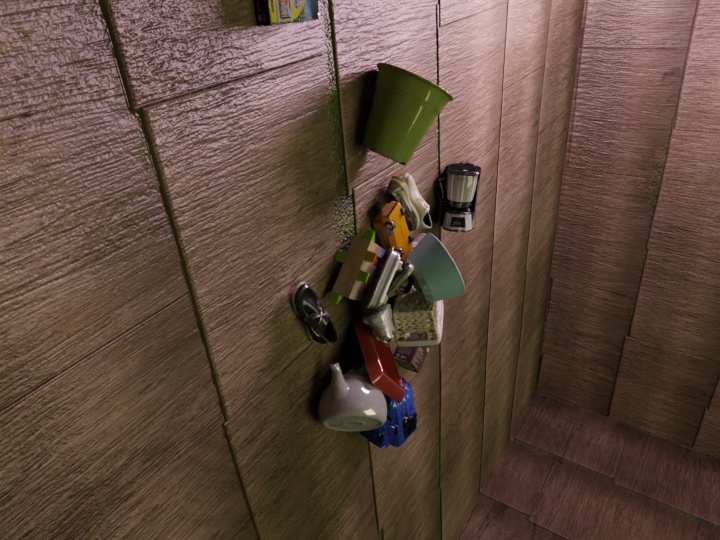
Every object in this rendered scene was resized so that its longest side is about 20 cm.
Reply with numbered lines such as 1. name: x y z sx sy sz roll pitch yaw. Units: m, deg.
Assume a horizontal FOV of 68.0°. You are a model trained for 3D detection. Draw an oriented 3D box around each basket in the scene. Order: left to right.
1. basket: 0.171 0.115 1.599 0.200 0.135 0.124 -72 152 -55

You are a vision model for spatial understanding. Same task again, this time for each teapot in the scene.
1. teapot: -0.019 0.341 1.434 0.200 0.196 0.147 127 -32 -53

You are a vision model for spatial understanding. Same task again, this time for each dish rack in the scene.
1. dish rack: 0.059 0.031 1.415 0.200 0.043 0.173 139 -27 -82

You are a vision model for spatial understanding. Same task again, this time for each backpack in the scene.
1. backpack: 0.080 0.420 1.617 0.168 0.162 0.201 -32 131 -43

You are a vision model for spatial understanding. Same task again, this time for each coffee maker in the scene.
1. coffee maker: 0.333 -0.239 1.741 0.192 0.134 0.201 -27 126 -51

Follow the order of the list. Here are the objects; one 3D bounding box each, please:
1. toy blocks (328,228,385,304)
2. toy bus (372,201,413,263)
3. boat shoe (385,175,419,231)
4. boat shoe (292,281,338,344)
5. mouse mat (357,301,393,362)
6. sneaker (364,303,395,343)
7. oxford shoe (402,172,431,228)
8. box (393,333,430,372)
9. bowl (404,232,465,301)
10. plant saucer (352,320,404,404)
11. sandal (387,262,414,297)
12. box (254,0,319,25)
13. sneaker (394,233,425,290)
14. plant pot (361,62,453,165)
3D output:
1. toy blocks: 0.000 0.000 1.377 0.201 0.099 0.137 -69 159 -2
2. toy bus: 0.090 -0.101 1.471 0.065 0.078 0.201 -55 144 -26
3. boat shoe: 0.110 -0.174 1.488 0.065 0.073 0.200 -48 138 -18
4. boat shoe: -0.104 0.104 1.272 0.072 0.067 0.201 -50 140 -30
5. mouse mat: 0.060 0.195 1.630 0.161 0.007 0.201 43 68 -56
6. sneaker: 0.058 0.151 1.475 0.200 0.077 0.100 -36 106 -82
7. oxford shoe: 0.166 -0.201 1.549 0.071 0.073 0.200 -58 145 -24
8. box: 0.193 0.231 1.796 0.201 0.075 0.100 -64 147 -18
9. bowl: 0.195 0.008 1.489 0.105 0.201 0.201 -31 138 -4
10. plant saucer: 0.058 0.250 1.490 0.037 0.200 0.200 -28 142 12
11. sandal: 0.114 0.038 1.448 0.080 0.057 0.201 -56 179 -15
12. box: -0.136 -0.548 0.945 0.136 0.037 0.201 -35 132 -46
13. sneaker: 0.152 -0.039 1.596 0.201 0.081 0.088 -58 147 -25
14. plant pot: 0.092 -0.363 1.281 0.200 0.199 0.191 5 113 -58
